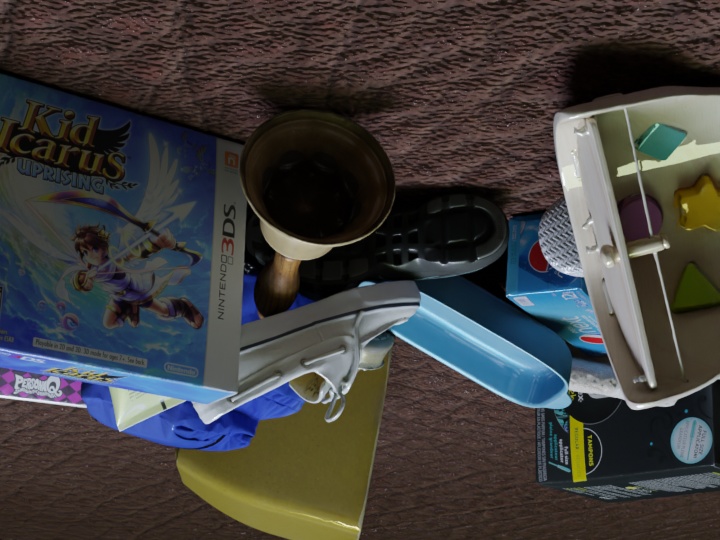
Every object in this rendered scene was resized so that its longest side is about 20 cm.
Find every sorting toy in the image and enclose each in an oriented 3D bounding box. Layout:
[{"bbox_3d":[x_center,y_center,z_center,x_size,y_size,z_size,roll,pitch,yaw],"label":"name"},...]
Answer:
[{"bbox_3d":[0.229,-0.038,0.998,0.180,0.200,0.107,-15,-164,2],"label":"sorting toy"}]

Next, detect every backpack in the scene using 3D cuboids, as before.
[{"bbox_3d":[-0.130,0.060,1.272,0.162,0.168,0.200,18,-179,27],"label":"backpack"}]

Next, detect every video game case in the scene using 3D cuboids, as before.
[{"bbox_3d":[-0.328,0.089,1.491,0.200,0.036,0.181,10,-174,-23],"label":"video game case"},{"bbox_3d":[-0.170,-0.018,1.026,0.200,0.182,0.045,14,157,-34],"label":"video game case"}]

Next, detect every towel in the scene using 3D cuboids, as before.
[{"bbox_3d":[0.181,0.084,1.429,0.132,0.035,0.200,11,-175,-30],"label":"towel"}]

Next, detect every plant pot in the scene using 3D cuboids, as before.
[{"bbox_3d":[-0.084,0.172,1.616,0.199,0.196,0.194,11,162,1],"label":"plant pot"}]

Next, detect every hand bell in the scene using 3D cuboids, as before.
[{"bbox_3d":[-0.050,-0.015,1.091,0.104,0.104,0.200,6,151,-12],"label":"hand bell"}]

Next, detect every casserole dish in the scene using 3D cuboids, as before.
[{"bbox_3d":[0.092,0.049,1.285,0.200,0.039,0.121,29,159,-3],"label":"casserole dish"}]

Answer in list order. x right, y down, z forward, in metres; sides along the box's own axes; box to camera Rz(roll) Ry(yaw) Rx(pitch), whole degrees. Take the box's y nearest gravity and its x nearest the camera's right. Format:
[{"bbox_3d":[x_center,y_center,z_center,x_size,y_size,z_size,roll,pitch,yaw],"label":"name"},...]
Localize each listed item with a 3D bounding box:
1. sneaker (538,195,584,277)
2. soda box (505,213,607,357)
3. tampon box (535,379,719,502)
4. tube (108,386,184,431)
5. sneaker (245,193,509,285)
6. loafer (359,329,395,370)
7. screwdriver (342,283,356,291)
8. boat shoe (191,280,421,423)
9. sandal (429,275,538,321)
[{"bbox_3d":[0.232,-0.040,1.108,0.199,0.075,0.115,-15,171,15],"label":"sneaker"},{"bbox_3d":[0.185,0.015,1.278,0.064,0.068,0.200,-5,161,26],"label":"soda box"},{"bbox_3d":[0.286,0.137,1.514,0.200,0.150,0.126,-14,157,40],"label":"tampon box"},{"bbox_3d":[-0.172,0.011,1.110,0.058,0.200,0.052,-13,-163,17],"label":"tube"},{"bbox_3d":[0.013,-0.016,1.190,0.199,0.076,0.079,2,165,2],"label":"sneaker"},{"bbox_3d":[-0.024,0.074,1.398,0.075,0.068,0.200,9,180,-17],"label":"loafer"},{"bbox_3d":[0.000,0.000,1.328,0.028,0.029,0.200,6,165,-15],"label":"screwdriver"},{"bbox_3d":[-0.033,0.069,1.139,0.202,0.086,0.075,-17,174,-32],"label":"boat shoe"},{"bbox_3d":[0.075,0.027,1.380,0.200,0.048,0.075,7,167,28],"label":"sandal"}]
